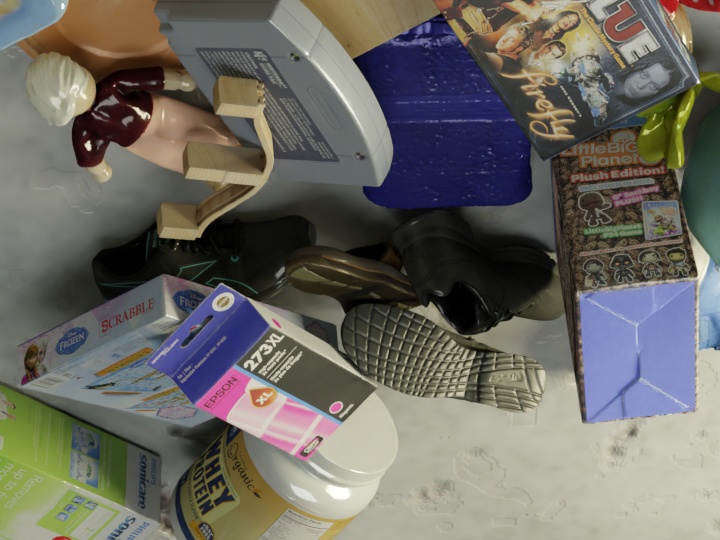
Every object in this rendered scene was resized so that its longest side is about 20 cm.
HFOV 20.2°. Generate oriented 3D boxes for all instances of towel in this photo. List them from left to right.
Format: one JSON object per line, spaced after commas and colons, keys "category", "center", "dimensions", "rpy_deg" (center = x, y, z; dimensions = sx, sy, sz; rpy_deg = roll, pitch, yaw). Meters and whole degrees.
{"category": "towel", "center": [0.066, -0.136, 1.623], "dimensions": [0.147, 0.050, 0.201], "rpy_deg": [0, 135, 6]}

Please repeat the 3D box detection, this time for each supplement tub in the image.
{"category": "supplement tub", "center": [-0.070, 0.191, 1.860], "dimensions": [0.144, 0.145, 0.200], "rpy_deg": [24, 128, -25]}

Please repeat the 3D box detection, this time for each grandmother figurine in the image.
{"category": "grandmother figurine", "center": [-0.179, -0.118, 1.579], "dimensions": [0.199, 0.061, 0.121], "rpy_deg": [22, 111, -42]}

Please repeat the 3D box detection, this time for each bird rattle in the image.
{"category": "bird rattle", "center": [0.208, -0.179, 1.557], "dimensions": [0.162, 0.113, 0.201], "rpy_deg": [3, 133, 15]}

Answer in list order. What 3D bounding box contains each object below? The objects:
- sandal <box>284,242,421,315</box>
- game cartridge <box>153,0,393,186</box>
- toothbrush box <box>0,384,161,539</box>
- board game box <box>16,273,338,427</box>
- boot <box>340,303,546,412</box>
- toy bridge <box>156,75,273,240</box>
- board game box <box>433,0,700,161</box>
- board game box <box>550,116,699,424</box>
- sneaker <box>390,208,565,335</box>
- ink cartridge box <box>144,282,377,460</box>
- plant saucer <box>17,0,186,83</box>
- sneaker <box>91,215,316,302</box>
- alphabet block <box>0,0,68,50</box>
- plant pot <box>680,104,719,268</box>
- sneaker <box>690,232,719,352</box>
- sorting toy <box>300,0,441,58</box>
{"category": "sandal", "center": [0.000, 0.000, 1.718], "dimensions": [0.081, 0.055, 0.200], "rpy_deg": [-15, 160, 30]}
{"category": "game cartridge", "center": [-0.057, -0.137, 1.533], "dimensions": [0.133, 0.041, 0.200], "rpy_deg": [10, 150, 35]}
{"category": "toothbrush box", "center": [-0.308, 0.208, 1.900], "dimensions": [0.199, 0.086, 0.146], "rpy_deg": [28, 127, -30]}
{"category": "board game box", "center": [-0.157, 0.073, 1.734], "dimensions": [0.199, 0.041, 0.199], "rpy_deg": [-24, 150, 38]}
{"category": "boot", "center": [0.056, 0.079, 1.779], "dimensions": [0.199, 0.131, 0.068], "rpy_deg": [19, 86, -19]}
{"category": "toy bridge", "center": [-0.105, -0.082, 1.576], "dimensions": [0.067, 0.027, 0.200], "rpy_deg": [4, 148, -19]}
{"category": "board game box", "center": [0.142, -0.187, 1.467], "dimensions": [0.135, 0.035, 0.200], "rpy_deg": [-27, 123, 20]}
{"category": "board game box", "center": [0.215, -0.004, 1.651], "dimensions": [0.096, 0.201, 0.160], "rpy_deg": [-6, 134, 3]}
{"category": "sneaker", "center": [0.106, 0.020, 1.731], "dimensions": [0.199, 0.091, 0.076], "rpy_deg": [19, 139, -39]}
{"category": "ink cartridge box", "center": [-0.079, 0.087, 1.670], "dimensions": [0.095, 0.037, 0.200], "rpy_deg": [-46, 136, 11]}
{"category": "plant saucer", "center": [-0.181, -0.215, 1.532], "dimensions": [0.199, 0.032, 0.201], "rpy_deg": [-3, 135, -3]}
{"category": "sneaker", "center": [-0.134, -0.008, 1.710], "dimensions": [0.199, 0.076, 0.079], "rpy_deg": [-20, 130, 14]}
{"category": "alphabet block", "center": [-0.313, -0.253, 1.356], "dimensions": [0.196, 0.201, 0.196], "rpy_deg": [-22, 127, 17]}
{"category": "plant pot", "center": [0.335, -0.069, 1.627], "dimensions": [0.134, 0.200, 0.201], "rpy_deg": [18, 138, 19]}
{"category": "sneaker", "center": [0.297, 0.062, 1.808], "dimensions": [0.111, 0.077, 0.200], "rpy_deg": [20, 124, -10]}
{"category": "sorting toy", "center": [-0.006, -0.268, 1.467], "dimensions": [0.198, 0.070, 0.200], "rpy_deg": [-25, 131, 19]}
